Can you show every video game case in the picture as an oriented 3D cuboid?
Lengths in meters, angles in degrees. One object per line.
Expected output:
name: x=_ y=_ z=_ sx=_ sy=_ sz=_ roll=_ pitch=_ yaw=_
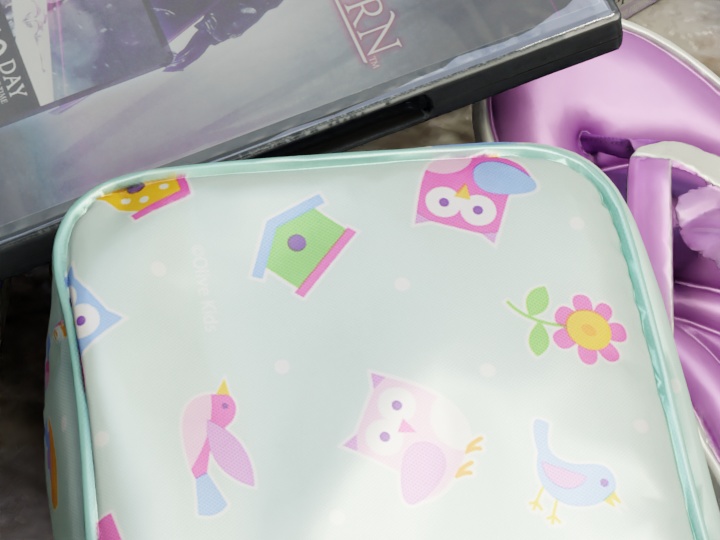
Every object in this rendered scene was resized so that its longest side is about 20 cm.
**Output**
video game case: x=-0.051 y=-0.080 z=0.762 sx=0.199 sy=0.019 sz=0.143 roll=-21 pitch=59 yaw=-5

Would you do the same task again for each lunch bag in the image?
lunch bag: x=0.010 y=0.071 z=0.689 sx=0.160 sy=0.077 sz=0.201 roll=-5 pitch=66 yaw=-12

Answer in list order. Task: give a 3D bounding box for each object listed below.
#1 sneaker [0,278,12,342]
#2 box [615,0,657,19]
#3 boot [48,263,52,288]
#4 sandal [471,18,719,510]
sneaker: x=-0.126 y=-0.065 z=0.849 sx=0.076 sy=0.111 sz=0.200 roll=4 pitch=41 yaw=-1
box: x=0.107 y=-0.125 z=0.995 sx=0.041 sy=0.039 sz=0.200 roll=33 pitch=48 yaw=32
boot: x=0.000 y=0.000 z=0.832 sx=0.166 sy=0.072 sz=0.200 roll=4 pitch=42 yaw=-17
sandal: x=0.104 y=0.009 z=0.772 sx=0.082 sy=0.050 sz=0.203 roll=-27 pitch=76 yaw=-21
